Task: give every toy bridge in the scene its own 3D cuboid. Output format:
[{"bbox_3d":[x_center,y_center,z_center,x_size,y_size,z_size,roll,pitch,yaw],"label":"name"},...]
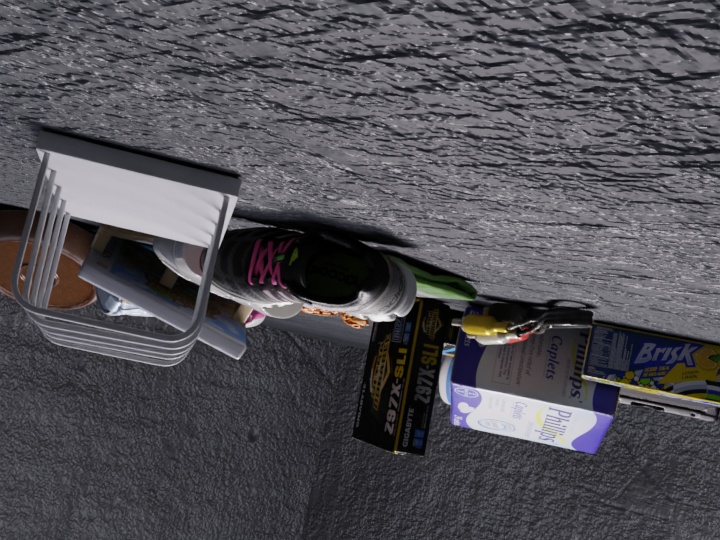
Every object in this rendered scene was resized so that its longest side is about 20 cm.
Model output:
[{"bbox_3d":[-0.204,-0.011,1.127,0.200,0.027,0.067,28,130,-12],"label":"toy bridge"}]

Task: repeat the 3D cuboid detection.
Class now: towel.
[{"bbox_3d":[0.000,0.000,1.028,0.200,0.031,0.149,3,172,43],"label":"towel"}]

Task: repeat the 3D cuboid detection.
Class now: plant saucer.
[{"bbox_3d":[-0.419,-0.004,1.321,0.200,0.035,0.200,5,145,3],"label":"plant saucer"}]

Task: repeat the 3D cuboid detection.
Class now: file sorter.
[{"bbox_3d":[-0.179,-0.004,0.767,0.138,0.125,0.200,13,168,-10],"label":"file sorter"}]

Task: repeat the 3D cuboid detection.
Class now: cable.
[{"bbox_3d":[0.191,0.065,1.095,0.097,0.050,0.200,14,175,-29],"label":"cable"}]

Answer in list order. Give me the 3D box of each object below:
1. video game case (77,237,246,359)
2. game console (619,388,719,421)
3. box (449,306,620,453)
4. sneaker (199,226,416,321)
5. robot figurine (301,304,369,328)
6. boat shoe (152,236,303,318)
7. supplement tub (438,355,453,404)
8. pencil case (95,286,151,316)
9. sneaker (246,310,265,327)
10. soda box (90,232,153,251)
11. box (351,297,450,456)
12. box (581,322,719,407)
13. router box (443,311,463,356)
[{"bbox_3d":[-0.224,0.022,1.180,0.200,0.022,0.182,30,-170,-14],"label":"video game case"},{"bbox_3d":[0.432,0.141,1.485,0.200,0.117,0.176,10,-156,23],"label":"game console"},{"bbox_3d":[0.219,0.142,1.276,0.200,0.105,0.184,10,157,9],"label":"box"},{"bbox_3d":[-0.054,-0.005,0.868,0.200,0.074,0.087,11,168,17],"label":"sneaker"},{"bbox_3d":[-0.083,0.022,1.212,0.200,0.058,0.145,12,173,-3],"label":"robot figurine"},{"bbox_3d":[-0.138,0.001,1.080,0.068,0.072,0.200,12,176,40],"label":"boat shoe"},{"bbox_3d":[0.287,0.250,2.241,0.200,0.132,0.132,8,173,29],"label":"supplement tub"},{"bbox_3d":[-0.243,0.026,1.320,0.200,0.091,0.083,10,152,-38],"label":"pencil case"},{"bbox_3d":[-0.202,0.048,1.636,0.088,0.082,0.200,15,-179,-39],"label":"sneaker"},{"bbox_3d":[-0.329,-0.007,1.402,0.200,0.064,0.068,14,174,-9],"label":"soda box"},{"bbox_3d":[0.052,0.138,1.347,0.049,0.200,0.160,13,175,-21],"label":"box"},{"bbox_3d":[0.353,0.110,1.131,0.200,0.064,0.070,11,174,12],"label":"box"},{"bbox_3d":[0.168,0.102,1.469,0.149,0.051,0.200,12,172,0],"label":"router box"}]
